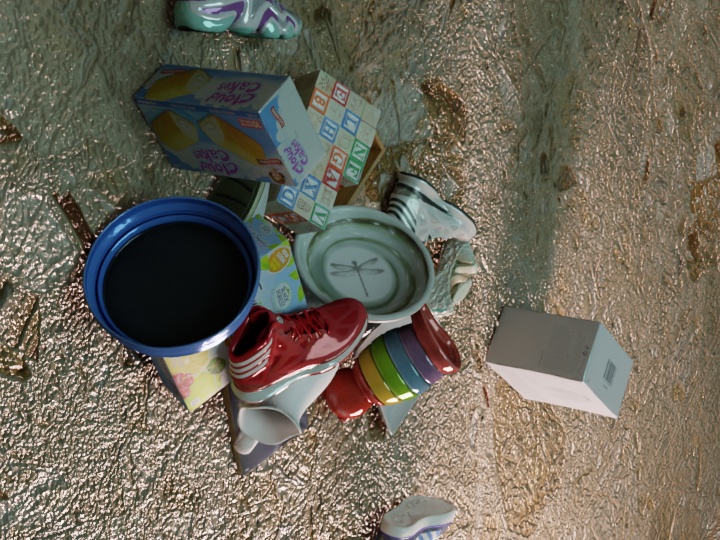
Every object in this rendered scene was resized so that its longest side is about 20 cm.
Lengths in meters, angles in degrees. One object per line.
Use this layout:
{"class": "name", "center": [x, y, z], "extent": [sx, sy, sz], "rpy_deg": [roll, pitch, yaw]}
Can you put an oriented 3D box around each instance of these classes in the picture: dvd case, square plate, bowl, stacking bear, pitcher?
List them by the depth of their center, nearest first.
{"class": "bowl", "center": [-0.213, 0.008, 1.354], "extent": [0.201, 0.201, 0.039], "rpy_deg": [-59, 164, -26]}
{"class": "pitcher", "center": [-0.106, 0.140, 1.581], "extent": [0.121, 0.172, 0.200], "rpy_deg": [30, 52, -14]}
{"class": "dvd case", "center": [-0.133, 0.165, 1.654], "extent": [0.149, 0.016, 0.200], "rpy_deg": [-33, 124, -46]}
{"class": "stacking bear", "center": [0.036, 0.150, 1.760], "extent": [0.121, 0.200, 0.114], "rpy_deg": [53, 13, -25]}
{"class": "square plate", "center": [0.063, 0.128, 1.910], "extent": [0.198, 0.028, 0.200], "rpy_deg": [-53, 138, -33]}

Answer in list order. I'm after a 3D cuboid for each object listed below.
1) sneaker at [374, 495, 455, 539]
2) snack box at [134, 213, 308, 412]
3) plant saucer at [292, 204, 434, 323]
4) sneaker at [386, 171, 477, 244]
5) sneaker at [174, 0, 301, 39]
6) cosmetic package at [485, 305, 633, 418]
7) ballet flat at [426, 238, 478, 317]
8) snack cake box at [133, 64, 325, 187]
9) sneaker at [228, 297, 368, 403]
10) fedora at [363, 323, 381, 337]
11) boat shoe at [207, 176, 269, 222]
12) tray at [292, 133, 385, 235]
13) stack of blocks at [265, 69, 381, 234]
{"class": "sneaker", "center": [0.081, 0.468, 1.993], "extent": [0.200, 0.081, 0.147], "rpy_deg": [-6, 112, -57]}
{"class": "snack box", "center": [-0.167, 0.053, 1.450], "extent": [0.200, 0.068, 0.169], "rpy_deg": [-39, 146, -19]}
{"class": "plant saucer", "center": [0.000, 0.000, 1.619], "extent": [0.200, 0.200, 0.050], "rpy_deg": [-43, 164, -40]}
{"class": "sneaker", "center": [0.101, -0.065, 1.890], "extent": [0.200, 0.076, 0.115], "rpy_deg": [34, 80, -45]}
{"class": "sneaker", "center": [-0.140, -0.357, 1.451], "extent": [0.200, 0.078, 0.140], "rpy_deg": [-9, 107, -54]}
{"class": "cosmetic package", "center": [0.371, 0.169, 2.205], "extent": [0.199, 0.200, 0.123], "rpy_deg": [42, 62, -51]}
{"class": "ballet flat", "center": [0.157, 0.010, 1.949], "extent": [0.200, 0.072, 0.072], "rpy_deg": [-61, 143, -43]}
{"class": "snack cake box", "center": [-0.152, -0.169, 1.376], "extent": [0.067, 0.200, 0.115], "rpy_deg": [-54, 138, -31]}
{"class": "sneaker", "center": [-0.074, 0.075, 1.452], "extent": [0.200, 0.078, 0.116], "rpy_deg": [-37, 149, -22]}
{"class": "fedora", "center": [0.008, 0.035, 1.727], "extent": [0.092, 0.201, 0.201], "rpy_deg": [52, 46, 0]}
{"class": "boat shoe", "center": [-0.162, -0.044, 1.515], "extent": [0.068, 0.075, 0.200], "rpy_deg": [26, 88, -55]}
{"class": "tray", "center": [-0.041, -0.135, 1.687], "extent": [0.200, 0.037, 0.099], "rpy_deg": [-58, 140, -26]}
{"class": "stack of blocks", "center": [-0.057, -0.151, 1.591], "extent": [0.115, 0.059, 0.200], "rpy_deg": [31, 66, -33]}
